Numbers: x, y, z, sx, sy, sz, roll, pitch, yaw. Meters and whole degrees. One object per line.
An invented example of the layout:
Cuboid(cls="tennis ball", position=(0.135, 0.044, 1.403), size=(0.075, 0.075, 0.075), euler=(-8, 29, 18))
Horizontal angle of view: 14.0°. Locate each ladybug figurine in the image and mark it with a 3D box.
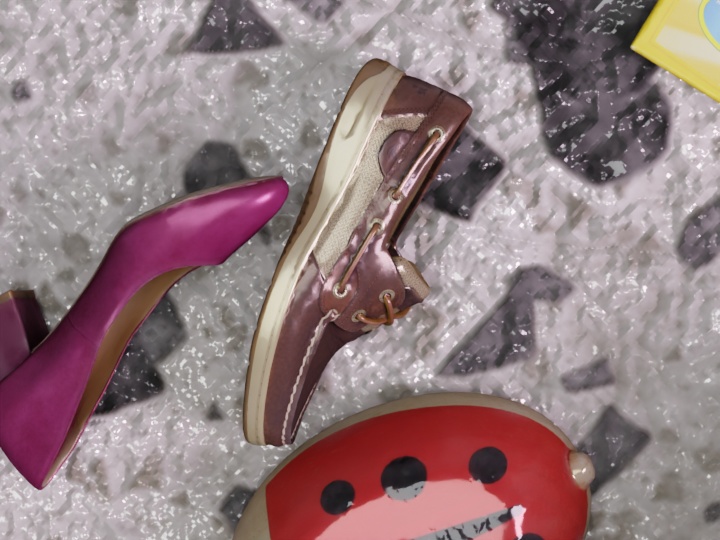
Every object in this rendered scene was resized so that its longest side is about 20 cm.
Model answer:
Cuboid(cls="ladybug figurine", position=(0.023, 0.135, 1.450), size=(0.199, 0.072, 0.136), euler=(-27, 92, 10))

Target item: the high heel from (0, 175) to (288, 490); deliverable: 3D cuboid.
Cuboid(cls="high heel", position=(-0.105, 0.028, 1.458), size=(0.199, 0.067, 0.097), euler=(-28, 82, 25))

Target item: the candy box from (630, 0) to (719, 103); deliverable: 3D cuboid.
Cuboid(cls="candy box", position=(0.241, -0.099, 1.418), size=(0.199, 0.026, 0.103), euler=(32, 103, 4))

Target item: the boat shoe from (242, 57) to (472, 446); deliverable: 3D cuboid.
Cuboid(cls="boat shoe", position=(0.000, 0.000, 1.442), size=(0.072, 0.072, 0.201), euler=(21, 92, 6))
